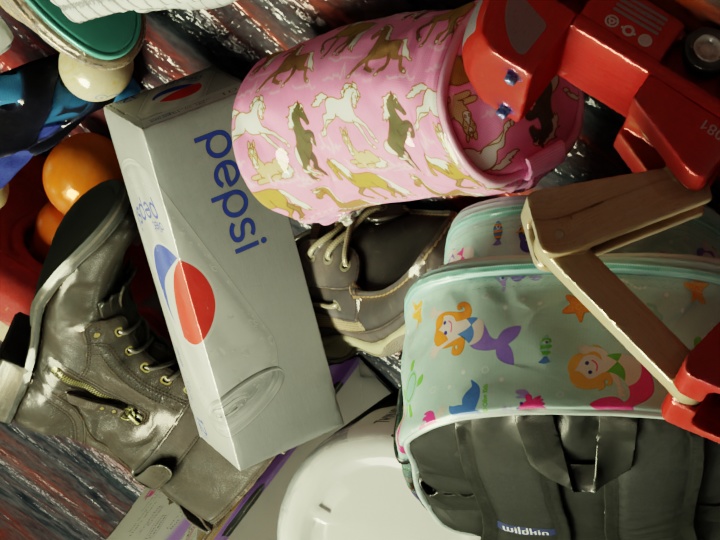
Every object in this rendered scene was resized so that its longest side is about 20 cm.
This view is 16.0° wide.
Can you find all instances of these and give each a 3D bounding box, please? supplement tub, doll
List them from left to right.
[{"bbox_3d":[-0.180,-0.086,1.400,0.200,0.136,0.049,-32,71,52],"label":"doll"},{"bbox_3d":[0.036,0.127,1.392,0.122,0.123,0.200,34,-166,7],"label":"supplement tub"}]

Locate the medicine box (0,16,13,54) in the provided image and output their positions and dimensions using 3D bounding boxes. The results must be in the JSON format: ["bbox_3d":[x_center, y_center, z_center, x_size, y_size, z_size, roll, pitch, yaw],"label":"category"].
[{"bbox_3d":[-0.301,-0.187,1.336,0.182,0.103,0.200,40,167,51],"label":"medicine box"}]

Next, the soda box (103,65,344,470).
[{"bbox_3d":[-0.072,-0.001,1.358,0.063,0.068,0.201,30,138,61],"label":"soda box"}]

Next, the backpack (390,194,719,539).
[{"bbox_3d":[0.101,0.047,1.143,0.176,0.152,0.200,0,166,9],"label":"backpack"}]

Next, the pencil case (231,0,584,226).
[{"bbox_3d":[0.018,-0.071,1.188,0.086,0.083,0.200,31,161,-26],"label":"pencil case"}]

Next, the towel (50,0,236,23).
[{"bbox_3d":[-0.107,-0.195,1.135,0.166,0.086,0.199,46,154,-25],"label":"towel"}]

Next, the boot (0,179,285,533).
[{"bbox_3d":[-0.110,0.051,1.450,0.173,0.069,0.200,25,129,-10],"label":"boot"}]

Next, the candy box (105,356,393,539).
[{"bbox_3d":[-0.069,0.147,1.613,0.072,0.168,0.200,44,156,-16],"label":"candy box"}]

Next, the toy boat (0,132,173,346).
[{"bbox_3d":[-0.176,-0.027,1.538,0.199,0.130,0.131,31,126,13],"label":"toy boat"}]

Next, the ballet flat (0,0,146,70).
[{"bbox_3d":[-0.184,-0.182,1.300,0.200,0.068,0.067,52,159,-9],"label":"ballet flat"}]

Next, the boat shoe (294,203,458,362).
[{"bbox_3d":[0.000,0.000,1.359,0.073,0.075,0.200,41,156,-11],"label":"boat shoe"}]

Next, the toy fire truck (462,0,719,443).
[{"bbox_3d":[0.113,-0.033,1.044,0.199,0.141,0.049,32,157,10],"label":"toy fire truck"}]
